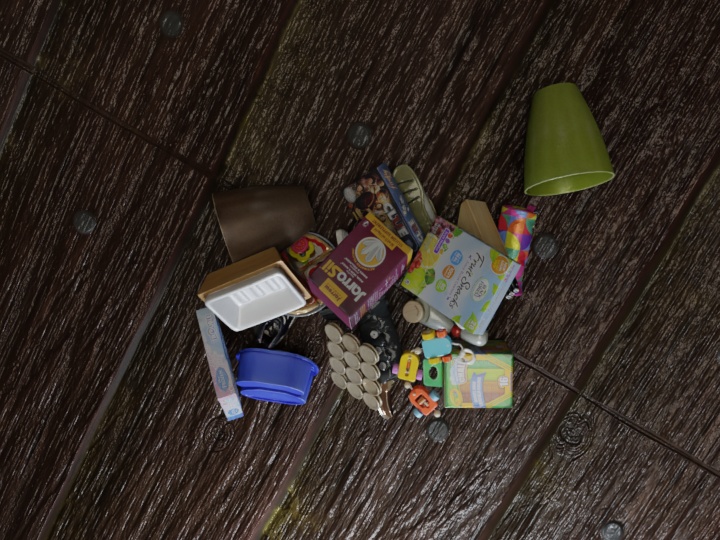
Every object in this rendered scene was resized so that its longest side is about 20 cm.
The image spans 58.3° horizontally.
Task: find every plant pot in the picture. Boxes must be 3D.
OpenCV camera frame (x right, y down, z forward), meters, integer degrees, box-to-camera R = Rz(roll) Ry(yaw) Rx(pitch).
[{"bbox_3d":[-0.205,-0.112,1.435,0.196,0.187,0.191,-19,98,-6],"label":"plant pot"},{"bbox_3d":[0.425,-0.281,1.364,0.182,0.187,0.205,-8,84,5],"label":"plant pot"}]

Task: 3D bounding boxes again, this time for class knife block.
[{"bbox_3d":[0.280,-0.040,1.399,0.063,0.174,0.205,3,101,-35],"label":"knife block"}]

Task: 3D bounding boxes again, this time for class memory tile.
[{"bbox_3d":[-0.013,0.215,1.445,0.151,0.017,0.203,26,137,32],"label":"memory tile"}]

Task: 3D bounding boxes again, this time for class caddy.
[{"bbox_3d":[-0.196,0.235,1.494,0.195,0.142,0.107,8,62,3],"label":"caddy"}]

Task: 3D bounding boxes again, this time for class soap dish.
[{"bbox_3d":[-0.224,0.040,1.378,0.196,0.158,0.083,-22,54,10],"label":"soap dish"}]

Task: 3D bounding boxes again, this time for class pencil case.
[{"bbox_3d":[0.341,-0.047,1.440,0.086,0.088,0.205,12,100,2],"label":"pencil case"}]

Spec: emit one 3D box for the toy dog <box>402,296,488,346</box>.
[{"bbox_3d":[0.195,0.091,1.448,0.196,0.132,0.098,18,96,0],"label":"toy dog"}]

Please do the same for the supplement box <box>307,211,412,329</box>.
[{"bbox_3d":[0.000,0.000,1.371,0.130,0.103,0.200,40,78,13],"label":"supplement box"}]

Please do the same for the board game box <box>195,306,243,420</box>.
[{"bbox_3d":[-0.310,0.210,1.433,0.042,0.200,0.204,-15,67,-11],"label":"board game box"}]

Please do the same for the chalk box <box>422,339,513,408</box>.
[{"bbox_3d":[0.241,0.233,1.469,0.195,0.124,0.128,-2,99,4],"label":"chalk box"}]

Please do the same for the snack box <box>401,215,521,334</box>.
[{"bbox_3d":[0.207,0.009,1.348,0.198,0.067,0.171,33,101,29],"label":"snack box"}]

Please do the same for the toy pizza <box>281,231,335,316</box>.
[{"bbox_3d":[-0.139,0.003,1.465,0.195,0.032,0.205,-2,72,6],"label":"toy pizza"}]

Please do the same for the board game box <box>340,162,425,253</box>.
[{"bbox_3d":[0.052,-0.120,1.435,0.134,0.034,0.203,-24,98,47],"label":"board game box"}]

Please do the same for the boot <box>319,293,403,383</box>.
[{"bbox_3d":[0.008,0.158,1.454,0.161,0.066,0.204,-15,101,14],"label":"boot"}]

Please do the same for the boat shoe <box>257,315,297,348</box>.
[{"bbox_3d":[-0.172,0.091,1.493,0.074,0.093,0.203,27,100,-1],"label":"boat shoe"}]

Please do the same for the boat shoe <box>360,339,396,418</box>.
[{"bbox_3d":[0.054,0.249,1.512,0.070,0.076,0.205,-13,99,4],"label":"boat shoe"}]

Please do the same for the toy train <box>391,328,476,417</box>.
[{"bbox_3d":[0.156,0.215,1.407,0.149,0.056,0.201,37,110,0],"label":"toy train"}]

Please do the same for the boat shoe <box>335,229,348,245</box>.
[{"bbox_3d":[0.003,-0.006,1.476,0.067,0.072,0.204,-21,97,6],"label":"boat shoe"}]

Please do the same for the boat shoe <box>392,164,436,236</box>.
[{"bbox_3d":[0.125,-0.140,1.448,0.073,0.068,0.204,-19,98,20],"label":"boat shoe"}]
